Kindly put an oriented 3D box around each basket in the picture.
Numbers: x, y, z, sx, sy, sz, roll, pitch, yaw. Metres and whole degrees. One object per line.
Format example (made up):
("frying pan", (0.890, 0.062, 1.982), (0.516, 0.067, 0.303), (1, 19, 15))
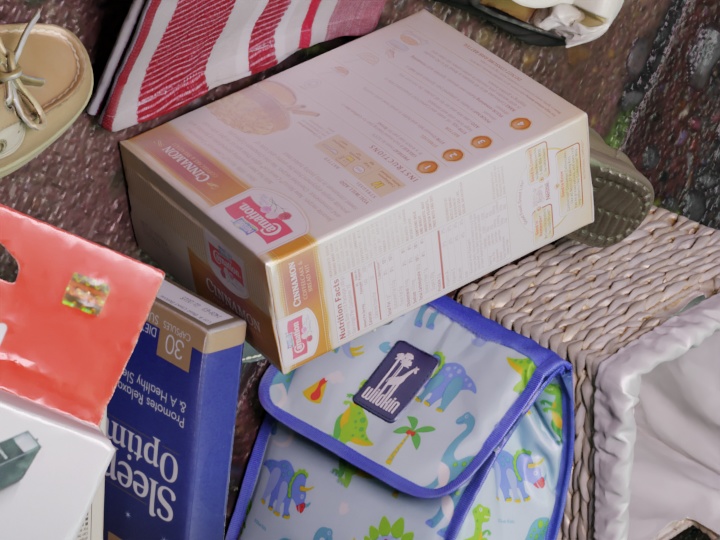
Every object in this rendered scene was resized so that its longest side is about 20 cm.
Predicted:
("basket", (0.173, 0.085, 1.646), (0.198, 0.160, 0.201), (-26, 129, -37))

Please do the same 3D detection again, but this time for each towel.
("towel", (-0.043, -0.148, 1.338), (0.199, 0.023, 0.144), (-26, 158, -37))

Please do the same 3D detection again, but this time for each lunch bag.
("lunch bag", (0.028, 0.113, 1.495), (0.127, 0.170, 0.201), (7, 106, -50))

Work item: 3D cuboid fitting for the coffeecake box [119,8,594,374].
("coffeecake box", (-0.002, -0.047, 1.362), (0.199, 0.153, 0.073), (-25, 129, -23))

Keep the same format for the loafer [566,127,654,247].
("loafer", (0.088, -0.075, 1.542), (0.199, 0.068, 0.076), (29, 107, -35))

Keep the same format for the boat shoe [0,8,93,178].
("boat shoe", (-0.203, -0.076, 1.201), (0.199, 0.074, 0.063), (-26, 169, -36))

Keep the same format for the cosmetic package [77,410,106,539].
("cosmetic package", (-0.193, 0.141, 1.343), (0.105, 0.071, 0.201), (-17, 122, -41))

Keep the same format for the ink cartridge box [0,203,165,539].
("ink cartridge box", (-0.209, 0.048, 1.221), (0.199, 0.044, 0.174), (23, 94, -17))

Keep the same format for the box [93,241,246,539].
("box", (-0.118, 0.099, 1.363), (0.032, 0.121, 0.201), (-17, 122, -42))

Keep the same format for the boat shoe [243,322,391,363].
("boat shoe", (0.000, 0.000, 1.459), (0.199, 0.062, 0.073), (-28, 131, -13))

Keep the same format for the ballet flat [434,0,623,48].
("ballet flat", (0.109, -0.163, 1.514), (0.199, 0.068, 0.068), (2, 108, -49))
